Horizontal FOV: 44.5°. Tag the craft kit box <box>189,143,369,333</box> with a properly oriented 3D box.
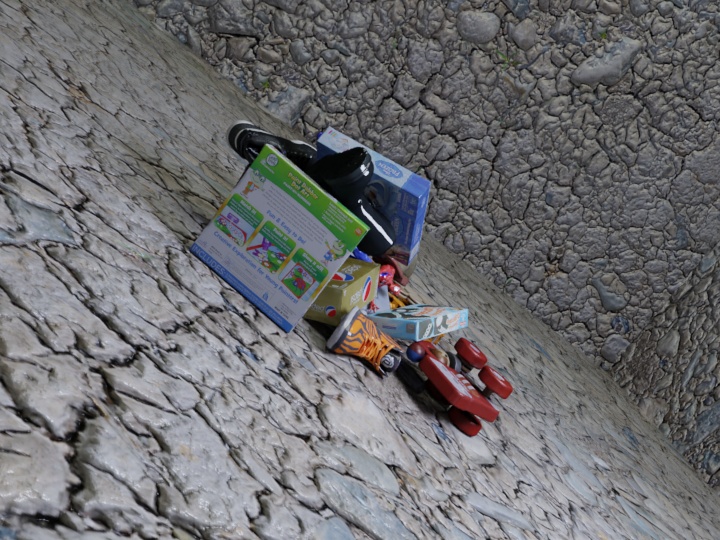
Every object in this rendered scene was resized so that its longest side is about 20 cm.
[{"bbox_3d":[-0.121,-0.048,1.314,0.199,0.198,0.049,40,11,2],"label":"craft kit box"}]

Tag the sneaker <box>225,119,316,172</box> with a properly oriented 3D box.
[{"bbox_3d":[-0.128,-0.181,1.487,0.198,0.074,0.112,18,17,-32],"label":"sneaker"}]

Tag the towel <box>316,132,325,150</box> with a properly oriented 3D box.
[{"bbox_3d":[-0.064,-0.149,1.712,0.049,0.203,0.149,2,32,-6],"label":"towel"}]

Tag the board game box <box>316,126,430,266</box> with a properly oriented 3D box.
[{"bbox_3d":[0.015,-0.120,1.482,0.197,0.044,0.201,31,-29,15],"label":"board game box"}]

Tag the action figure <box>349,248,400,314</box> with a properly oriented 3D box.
[{"bbox_3d":[0.000,0.000,1.626,0.199,0.065,0.100,36,29,-22],"label":"action figure"}]

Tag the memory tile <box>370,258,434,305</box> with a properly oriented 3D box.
[{"bbox_3d":[0.088,0.041,1.860,0.199,0.017,0.153,35,7,-15],"label":"memory tile"}]

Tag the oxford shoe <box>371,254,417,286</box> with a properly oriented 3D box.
[{"bbox_3d":[0.073,-0.028,1.747,0.070,0.075,0.200,33,-4,12],"label":"oxford shoe"}]

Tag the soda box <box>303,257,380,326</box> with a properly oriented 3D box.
[{"bbox_3d":[-0.029,0.033,1.505,0.067,0.065,0.200,12,15,16],"label":"soda box"}]

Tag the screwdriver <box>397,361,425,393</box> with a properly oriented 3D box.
[{"bbox_3d":[0.059,0.155,1.581,0.200,0.028,0.029,46,-18,50],"label":"screwdriver"}]

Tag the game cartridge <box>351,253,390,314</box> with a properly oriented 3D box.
[{"bbox_3d":[-0.027,0.020,1.662,0.198,0.040,0.135,28,36,-33],"label":"game cartridge"}]

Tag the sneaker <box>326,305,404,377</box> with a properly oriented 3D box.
[{"bbox_3d":[0.017,0.119,1.426,0.112,0.078,0.200,39,10,8],"label":"sneaker"}]

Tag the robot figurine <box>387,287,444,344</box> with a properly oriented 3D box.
[{"bbox_3d":[0.096,0.100,1.834,0.145,0.058,0.199,45,11,32],"label":"robot figurine"}]

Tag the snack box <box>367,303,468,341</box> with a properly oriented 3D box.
[{"bbox_3d":[0.106,0.094,1.640,0.115,0.038,0.199,5,7,33],"label":"snack box"}]

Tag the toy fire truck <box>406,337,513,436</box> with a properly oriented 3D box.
[{"bbox_3d":[0.158,0.184,1.536,0.167,0.113,0.200,32,12,-43],"label":"toy fire truck"}]

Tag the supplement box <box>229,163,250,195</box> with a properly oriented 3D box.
[{"bbox_3d":[-0.133,-0.072,1.510,0.199,0.132,0.103,35,8,8],"label":"supplement box"}]

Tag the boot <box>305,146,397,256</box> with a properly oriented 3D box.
[{"bbox_3d":[0.006,-0.102,1.370,0.169,0.076,0.199,51,-16,-18],"label":"boot"}]
